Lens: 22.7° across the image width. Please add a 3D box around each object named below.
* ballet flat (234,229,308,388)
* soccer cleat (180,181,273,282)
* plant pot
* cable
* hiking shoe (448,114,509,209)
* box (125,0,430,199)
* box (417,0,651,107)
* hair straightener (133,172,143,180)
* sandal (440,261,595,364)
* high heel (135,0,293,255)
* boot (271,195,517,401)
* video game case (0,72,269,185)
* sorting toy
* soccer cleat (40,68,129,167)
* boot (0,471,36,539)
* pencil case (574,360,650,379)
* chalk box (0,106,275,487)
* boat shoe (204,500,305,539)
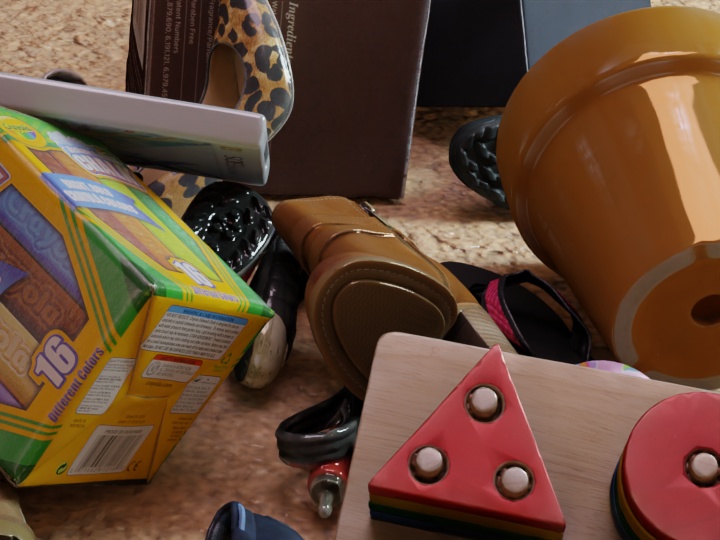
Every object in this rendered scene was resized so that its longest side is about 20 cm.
[{"bbox_3d":[-0.038,0.012,1.098,0.056,0.067,0.200,25,29,-3],"label":"ballet flat"},{"bbox_3d":[-0.116,0.029,1.057,0.068,0.073,0.200,31,47,3],"label":"soccer cleat"},{"bbox_3d":[0.198,-0.031,1.127,0.198,0.201,0.184,2,42,-11],"label":"plant pot"},{"bbox_3d":[-0.003,0.088,0.993,0.096,0.051,0.200,7,15,-6],"label":"cable"},{"bbox_3d":[0.137,-0.087,1.351,0.199,0.075,0.086,-1,16,-36],"label":"hiking shoe"},{"bbox_3d":[-0.068,-0.161,1.323,0.198,0.166,0.166,2,25,-11],"label":"box"},{"bbox_3d":[0.106,-0.209,1.467,0.197,0.124,0.199,4,19,39],"label":"box"},{"bbox_3d":[-0.209,-0.053,1.129,0.199,0.077,0.041,9,49,40],"label":"hair straightener"},{"bbox_3d":[0.109,0.036,1.106,0.075,0.045,0.200,-6,29,-25],"label":"sandal"},{"bbox_3d":[-0.118,-0.104,1.172,0.141,0.202,0.071,-3,-1,-27],"label":"high heel"},{"bbox_3d":[0.000,0.000,0.995,0.199,0.077,0.155,19,22,-52],"label":"boot"},{"bbox_3d":[-0.151,-0.081,1.023,0.198,0.022,0.182,9,-4,-2],"label":"video game case"},{"bbox_3d":[0.085,0.126,0.760,0.198,0.070,0.200,10,66,6],"label":"sorting toy"},{"bbox_3d":[-0.226,-0.110,1.270,0.068,0.086,0.200,-14,33,-37],"label":"soccer cleat"},{"bbox_3d":[-0.248,0.092,0.885,0.174,0.067,0.200,10,24,-23],"label":"boot"},{"bbox_3d":[0.091,0.118,0.894,0.087,0.088,0.200,18,28,21],"label":"pencil case"},{"bbox_3d":[-0.168,-0.001,0.919,0.200,0.124,0.124,43,14,23],"label":"chalk box"},{"bbox_3d":[-0.071,0.163,0.763,0.069,0.084,0.200,41,15,-2],"label":"boat shoe"}]
